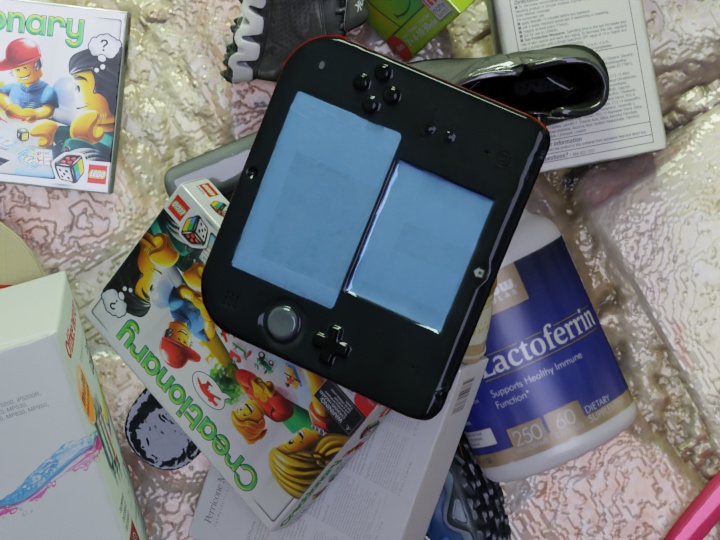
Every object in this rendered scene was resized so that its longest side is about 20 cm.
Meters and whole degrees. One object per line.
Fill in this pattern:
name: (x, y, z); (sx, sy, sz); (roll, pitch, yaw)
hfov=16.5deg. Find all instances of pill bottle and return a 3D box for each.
pill bottle: (0.098, 0.032, 1.679); (0.115, 0.116, 0.201); (-25, 93, -1)

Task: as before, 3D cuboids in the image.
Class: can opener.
can opener: (-0.033, -0.075, 1.700); (0.199, 0.053, 0.067); (-23, 92, 0)

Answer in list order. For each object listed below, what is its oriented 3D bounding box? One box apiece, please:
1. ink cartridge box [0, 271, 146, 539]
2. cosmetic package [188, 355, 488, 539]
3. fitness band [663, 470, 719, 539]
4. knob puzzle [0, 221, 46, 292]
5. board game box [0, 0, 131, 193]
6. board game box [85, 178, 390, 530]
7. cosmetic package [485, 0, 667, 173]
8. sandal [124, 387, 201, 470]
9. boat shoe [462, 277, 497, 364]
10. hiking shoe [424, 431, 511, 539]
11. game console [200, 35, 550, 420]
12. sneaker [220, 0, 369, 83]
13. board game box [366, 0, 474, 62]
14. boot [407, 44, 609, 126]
ink cartridge box: (-0.236, 0.125, 1.637); (0.144, 0.145, 0.201); (-17, 107, 0)
cosmetic package: (-0.017, 0.119, 1.659); (0.150, 0.052, 0.201); (26, 108, 21)
fitness band: (0.294, 0.200, 1.735); (0.144, 0.037, 0.200); (41, 90, 0)
knob puzzle: (-0.297, 0.033, 1.697); (0.219, 0.030, 0.220); (-1, 106, -4)
board game box: (-0.263, -0.125, 1.699); (0.199, 0.035, 0.127); (6, 92, -2)
board game box: (-0.080, 0.055, 1.626); (0.200, 0.035, 0.126); (47, 119, 16)
cosmetic package: (0.140, -0.171, 1.692); (0.103, 0.073, 0.201); (-9, 93, -1)
sandal: (-0.088, 0.053, 1.706); (0.075, 0.048, 0.201); (33, 91, -3)
boat shoe: (0.002, -0.001, 1.630); (0.200, 0.073, 0.063); (22, 123, 30)
hiking shoe: (0.037, 0.141, 1.714); (0.087, 0.074, 0.201); (-25, 93, 21)
game console: (0.005, -0.030, 1.539); (0.176, 0.031, 0.201); (25, 98, 20)
sneaker: (-0.033, -0.199, 1.647); (0.090, 0.067, 0.200); (13, 133, -2)
board game box: (-0.005, -0.242, 1.665); (0.200, 0.102, 0.048); (47, 66, -3)
boot: (0.063, -0.109, 1.599); (0.199, 0.132, 0.070); (-17, 93, 11)
